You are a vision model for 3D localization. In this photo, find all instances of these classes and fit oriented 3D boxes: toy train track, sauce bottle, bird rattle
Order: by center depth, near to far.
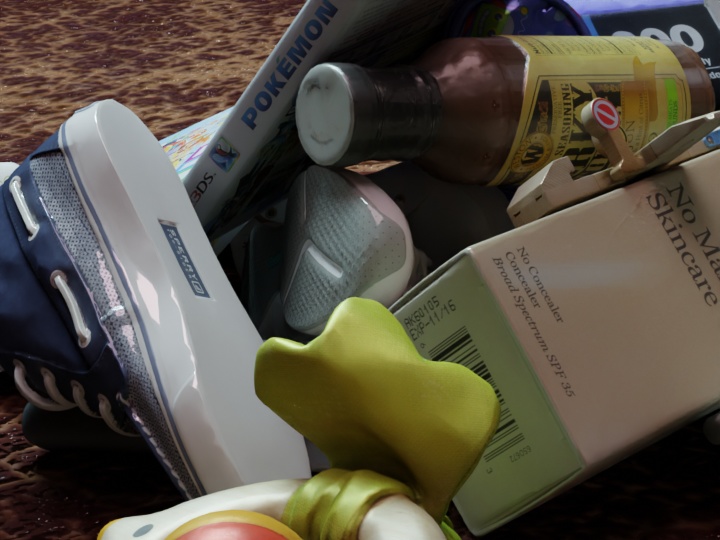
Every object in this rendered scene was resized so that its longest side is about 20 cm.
[{"bbox_3d":[-0.014,0.111,0.598,0.161,0.114,0.201,-14,31,4],"label":"bird rattle"},{"bbox_3d":[0.130,-0.058,0.789,0.199,0.033,0.115,-19,-13,-40],"label":"toy train track"},{"bbox_3d":[0.063,-0.067,0.806,0.198,0.065,0.064,-6,17,-36],"label":"sauce bottle"}]

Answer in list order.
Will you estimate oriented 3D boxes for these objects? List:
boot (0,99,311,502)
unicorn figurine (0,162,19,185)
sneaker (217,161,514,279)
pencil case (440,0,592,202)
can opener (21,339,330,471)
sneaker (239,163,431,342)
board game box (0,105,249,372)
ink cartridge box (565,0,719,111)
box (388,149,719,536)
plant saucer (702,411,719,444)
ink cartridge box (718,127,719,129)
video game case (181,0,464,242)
[{"bbox_3d":[-0.092,0.037,0.751,0.090,0.201,0.073,-35,-28,19],"label":"boot"},{"bbox_3d":[-0.225,-0.043,0.961,0.136,0.075,0.199,-1,-2,40],"label":"unicorn figurine"},{"bbox_3d":[-0.011,-0.010,0.955,0.199,0.074,0.084,3,24,46],"label":"sneaker"},{"bbox_3d":[0.074,-0.071,0.963,0.087,0.078,0.200,38,-13,8],"label":"pencil case"},{"bbox_3d":[-0.039,0.058,0.798,0.198,0.054,0.067,1,-13,14],"label":"can opener"},{"bbox_3d":[0.000,0.000,0.827,0.079,0.071,0.200,9,-8,-12],"label":"sneaker"},{"bbox_3d":[-0.108,-0.023,0.930,0.133,0.034,0.200,-21,16,27],"label":"board game box"},{"bbox_3d":[0.122,-0.117,1.016,0.197,0.200,0.044,-1,51,39],"label":"ink cartridge box"},{"bbox_3d":[0.111,0.019,0.756,0.199,0.096,0.078,-23,-12,-39],"label":"box"},{"bbox_3d":[0.228,0.035,0.724,0.199,0.051,0.200,-26,-7,-4],"label":"plant saucer"},{"bbox_3d":[0.207,-0.021,0.917,0.198,0.086,0.146,0,18,14],"label":"ink cartridge box"},{"bbox_3d":[0.003,-0.100,0.853,0.022,0.183,0.200,42,28,7],"label":"video game case"}]
